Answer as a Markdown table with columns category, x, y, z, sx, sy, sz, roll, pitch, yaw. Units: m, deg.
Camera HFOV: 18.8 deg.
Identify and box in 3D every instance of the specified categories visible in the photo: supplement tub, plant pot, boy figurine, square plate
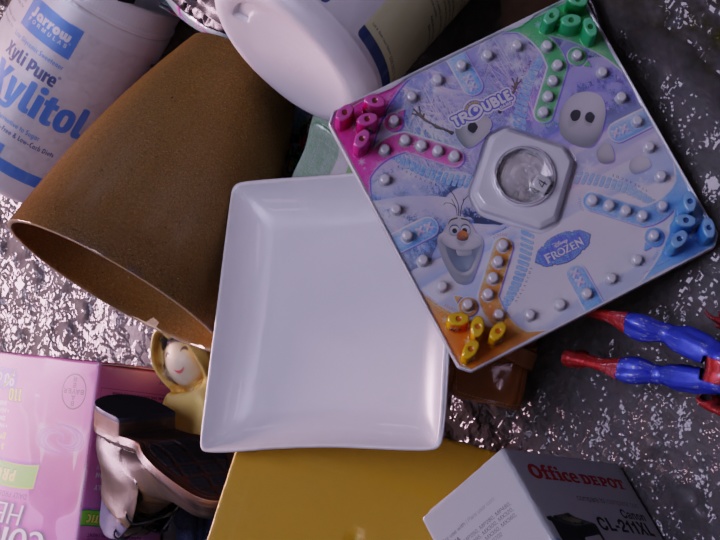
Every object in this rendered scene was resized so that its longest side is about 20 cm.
| category | x | y | z | sx | sy | sz | roll | pitch | yaw |
| --- | --- | --- | --- | --- | --- | --- | --- | --- | --- |
| supplement tub | 0.008 | -0.221 | 1.550 | 0.145 | 0.145 | 0.200 | 25 | 65 | 40 |
| plant pot | -0.137 | -0.072 | 1.636 | 0.186 | 0.186 | 0.201 | 17 | 73 | 41 |
| boy figurine | -0.123 | 0.132 | 1.701 | 0.124 | 0.064 | 0.201 | -15 | 75 | 45 |
| supplement tub | -0.250 | -0.165 | 1.815 | 0.132 | 0.132 | 0.201 | 46 | 113 | 36 |
| square plate | -0.015 | 0.029 | 1.501 | 0.199 | 0.028 | 0.199 | -4 | 72 | 33 |

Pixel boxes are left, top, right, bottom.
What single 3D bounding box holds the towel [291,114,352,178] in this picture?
| category | x | y | z | sx | sy | sz | roll | pitch | yaw |
| --- | --- | --- | --- | --- | --- | --- | --- | --- | --- |
| towel | 0.000 | 0.000 | 1.571 | 0.200 | 0.023 | 0.153 | 52 | 133 | 33 |

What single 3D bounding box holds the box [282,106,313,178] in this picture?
| category | x | y | z | sx | sy | sz | roll | pitch | yaw |
| --- | --- | --- | --- | --- | --- | --- | --- | --- | --- |
| box | -0.048 | -0.041 | 1.684 | 0.110 | 0.035 | 0.201 | 25 | 99 | 41 |

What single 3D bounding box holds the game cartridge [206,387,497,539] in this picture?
| category | x | y | z | sx | sy | sz | roll | pitch | yaw |
| --- | --- | --- | --- | --- | --- | --- | --- | --- | --- |
| game cartridge | -0.003 | 0.189 | 1.511 | 0.199 | 0.032 | 0.177 | 15 | 70 | 9 |

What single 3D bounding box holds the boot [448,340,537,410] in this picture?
| category | x | y | z | sx | sy | sz | roll | pitch | yaw |
| --- | --- | --- | --- | --- | --- | --- | --- | --- | --- |
| boot | 0.054 | 0.010 | 1.567 | 0.199 | 0.073 | 0.156 | 16 | 100 | 47 |

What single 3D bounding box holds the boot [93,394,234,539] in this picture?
| category | x | y | z | sx | sy | sz | roll | pitch | yaw |
| --- | --- | --- | --- | --- | --- | --- | --- | --- | --- |
| boot | -0.145 | 0.169 | 1.630 | 0.200 | 0.074 | 0.098 | 32 | 120 | 58 |

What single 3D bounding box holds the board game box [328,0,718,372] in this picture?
| category | x | y | z | sx | sy | sz | roll | pitch | yaw |
| --- | --- | --- | --- | --- | --- | --- | --- | --- | --- |
| board game box | 0.109 | -0.063 | 1.450 | 0.199 | 0.026 | 0.201 | -26 | 78 | -9 |

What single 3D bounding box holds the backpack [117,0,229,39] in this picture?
| category | x | y | z | sx | sy | sz | roll | pitch | yaw |
| --- | --- | --- | --- | --- | --- | --- | --- | --- | --- |
| backpack | -0.084 | -0.250 | 1.691 | 0.200 | 0.126 | 0.168 | 40 | 114 | 38 |

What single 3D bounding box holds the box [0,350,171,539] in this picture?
| category | x | y | z | sx | sy | sz | roll | pitch | yaw |
| --- | --- | --- | --- | --- | --- | --- | --- | --- | --- |
| box | -0.252 | 0.171 | 1.783 | 0.175 | 0.096 | 0.201 | 4 | 86 | 41 |

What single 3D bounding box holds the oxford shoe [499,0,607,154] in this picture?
| category | x | y | z | sx | sy | sz | roll | pitch | yaw |
| --- | --- | --- | --- | --- | --- | --- | --- | --- | --- |
| oxford shoe | 0.127 | -0.149 | 1.521 | 0.072 | 0.084 | 0.201 | -28 | 64 | 36 |

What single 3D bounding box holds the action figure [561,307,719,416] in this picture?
| category | x | y | z | sx | sy | sz | roll | pitch | yaw |
| --- | --- | --- | --- | --- | --- | --- | --- | --- | --- |
| action figure | 0.229 | 0.062 | 1.421 | 0.199 | 0.052 | 0.066 | 17 | 100 | 36 |

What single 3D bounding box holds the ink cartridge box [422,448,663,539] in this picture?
| category | x | y | z | sx | sy | sz | roll | pitch | yaw |
| --- | --- | --- | --- | --- | --- | --- | --- | --- | --- |
| ink cartridge box | 0.148 | 0.220 | 1.399 | 0.083 | 0.145 | 0.201 | -44 | 58 | 25 |
